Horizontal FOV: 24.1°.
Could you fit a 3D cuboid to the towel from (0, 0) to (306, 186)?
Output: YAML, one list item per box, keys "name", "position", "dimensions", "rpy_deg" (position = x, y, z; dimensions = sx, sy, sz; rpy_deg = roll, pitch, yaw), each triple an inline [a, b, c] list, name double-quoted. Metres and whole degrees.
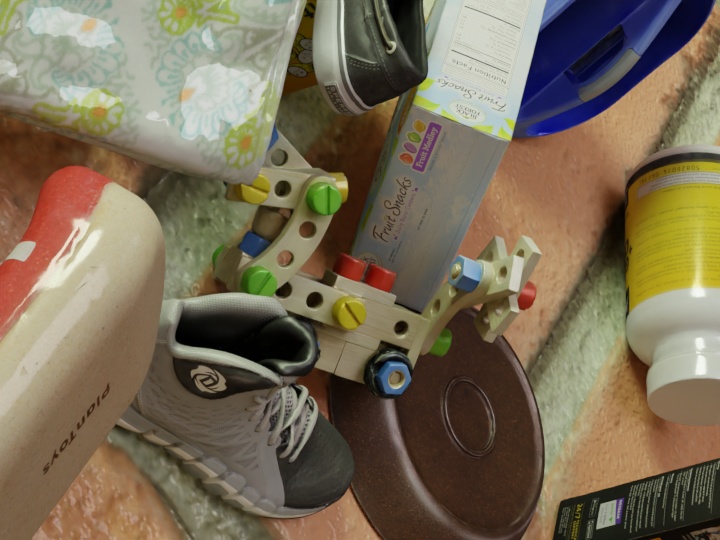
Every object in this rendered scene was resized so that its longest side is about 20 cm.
- name: "towel"
  position: [-0.113, -0.146, 0.831]
  dimensions: [0.199, 0.048, 0.172]
  rpy_deg: [17, 86, -35]

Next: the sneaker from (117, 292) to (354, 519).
- name: "sneaker"
  position: [-0.049, 0.071, 0.903]
  dimensions: [0.199, 0.115, 0.076]
  rpy_deg: [31, 50, -37]

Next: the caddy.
- name: "caddy"
  position: [0.162, -0.176, 1.221]
  dimensions: [0.141, 0.200, 0.105]
  rpy_deg: [12, 46, -47]

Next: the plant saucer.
- name: "plant saucer"
  position: [0.059, 0.097, 1.088]
  dimensions: [0.200, 0.034, 0.202]
  rpy_deg: [25, 55, -40]

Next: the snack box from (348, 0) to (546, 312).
- name: "snack box"
  position: [0.058, -0.103, 1.068]
  dimensions: [0.067, 0.169, 0.201]
  rpy_deg: [19, 48, -3]

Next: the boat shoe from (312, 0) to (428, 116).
- name: "boat shoe"
  position: [0.015, -0.180, 0.938]
  dimensions: [0.070, 0.066, 0.201]
  rpy_deg: [45, 42, -47]

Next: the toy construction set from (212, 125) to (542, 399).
- name: "toy construction set"
  position: [0.000, 0.000, 0.977]
  dimensions: [0.199, 0.092, 0.132]
  rpy_deg: [20, 93, -10]

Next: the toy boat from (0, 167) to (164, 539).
- name: "toy boat"
  position: [-0.178, 0.034, 0.767]
  dimensions: [0.130, 0.131, 0.200]
  rpy_deg: [28, 58, 11]

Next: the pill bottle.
- name: "pill bottle"
  position: [0.260, 0.012, 1.305]
  dimensions: [0.112, 0.112, 0.201]
  rpy_deg: [32, 50, -37]

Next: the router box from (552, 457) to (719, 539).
- name: "router box"
  position: [0.251, 0.215, 1.158]
  dimensions: [0.200, 0.157, 0.052]
  rpy_deg: [44, 44, -28]

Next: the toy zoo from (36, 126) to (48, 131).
- name: "toy zoo"
  position: [-0.147, -0.135, 0.921]
  dimensions: [0.200, 0.020, 0.132]
  rpy_deg: [3, 69, -67]

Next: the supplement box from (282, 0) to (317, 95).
- name: "supplement box"
  position: [-0.056, -0.210, 1.006]
  dimensions: [0.200, 0.108, 0.110]
  rpy_deg: [40, 45, -49]
